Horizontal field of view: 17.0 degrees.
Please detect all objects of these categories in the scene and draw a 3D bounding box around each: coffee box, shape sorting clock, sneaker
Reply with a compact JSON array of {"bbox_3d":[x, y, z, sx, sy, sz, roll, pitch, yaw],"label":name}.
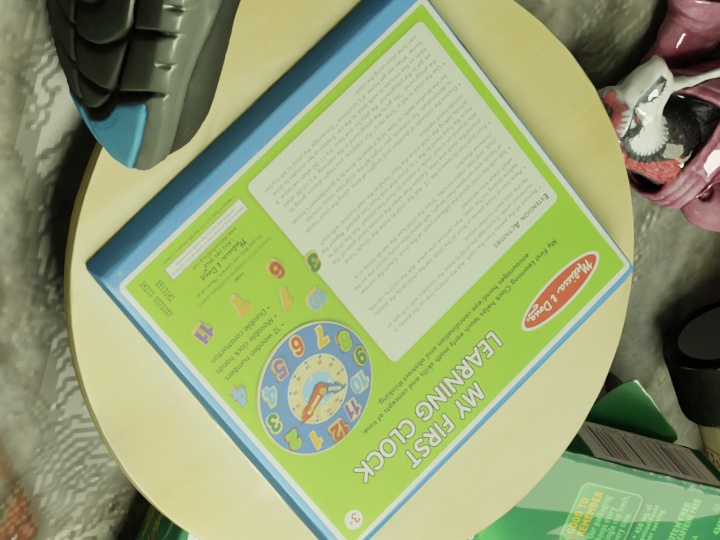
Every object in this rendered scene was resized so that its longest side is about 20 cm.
[{"bbox_3d":[0.023,0.100,0.852,0.200,0.044,0.123,14,110,-22],"label":"coffee box"},{"bbox_3d":[0.000,0.000,0.772,0.200,0.039,0.200,-3,97,-23],"label":"shape sorting clock"},{"bbox_3d":[-0.032,-0.118,0.669,0.082,0.073,0.200,-8,126,-37],"label":"sneaker"}]

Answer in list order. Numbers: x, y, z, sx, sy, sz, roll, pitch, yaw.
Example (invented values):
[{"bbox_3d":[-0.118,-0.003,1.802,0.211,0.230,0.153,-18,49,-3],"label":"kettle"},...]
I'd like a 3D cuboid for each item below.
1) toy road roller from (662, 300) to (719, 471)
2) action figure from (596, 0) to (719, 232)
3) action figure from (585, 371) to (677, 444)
[{"bbox_3d":[0.223,0.064,0.923,0.146,0.200,0.123,-28,115,-17],"label":"toy road roller"},{"bbox_3d":[0.152,-0.063,0.869,0.200,0.134,0.149,-9,170,-19],"label":"action figure"},{"bbox_3d":[0.038,0.124,0.926,0.200,0.055,0.118,-39,139,-4],"label":"action figure"}]
